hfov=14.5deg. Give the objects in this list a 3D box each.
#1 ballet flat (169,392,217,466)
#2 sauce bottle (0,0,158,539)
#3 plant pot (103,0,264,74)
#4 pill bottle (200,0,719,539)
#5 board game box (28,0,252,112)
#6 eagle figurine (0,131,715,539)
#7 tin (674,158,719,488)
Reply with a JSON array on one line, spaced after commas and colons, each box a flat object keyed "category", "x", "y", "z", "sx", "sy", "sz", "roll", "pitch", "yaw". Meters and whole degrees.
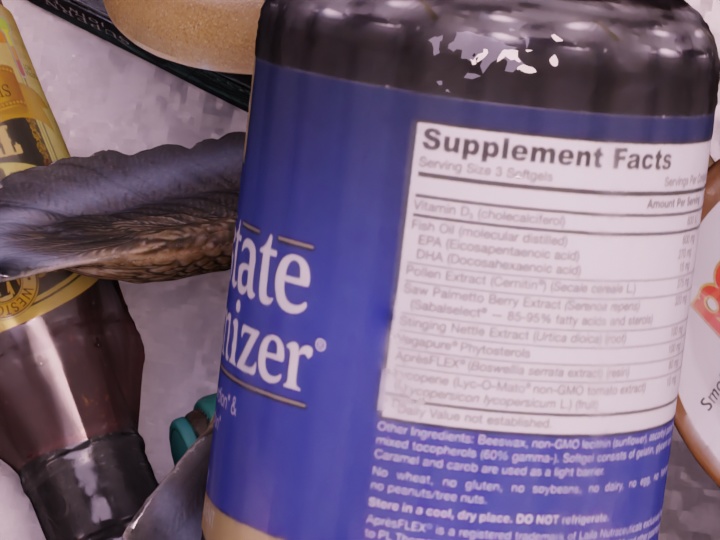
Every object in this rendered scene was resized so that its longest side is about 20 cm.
[{"category": "ballet flat", "x": 0.001, "y": 0.125, "z": 0.820, "sx": 0.070, "sy": 0.067, "sz": 0.200, "roll": -12, "pitch": 76, "yaw": -11}, {"category": "sauce bottle", "x": -0.104, "y": 0.004, "z": 0.855, "sx": 0.066, "sy": 0.066, "sz": 0.200, "roll": -25, "pitch": 76, "yaw": -5}, {"category": "plant pot", "x": 0.017, "y": -0.120, "z": 0.805, "sx": 0.200, "sy": 0.028, "sz": 0.200, "roll": -14, "pitch": 32, "yaw": 9}, {"category": "pill bottle", "x": 0.026, "y": -0.013, "z": 0.674, "sx": 0.112, "sy": 0.112, "sz": 0.200, "roll": 7, "pitch": 98, "yaw": 4}, {"category": "board game box", "x": -0.016, "y": -0.115, "z": 0.901, "sx": 0.200, "sy": 0.028, "sz": 0.135, "roll": 27, "pitch": 78, "yaw": 8}, {"category": "eagle figurine", "x": -0.004, "y": -0.004, "z": 0.792, "sx": 0.200, "sy": 0.152, "sz": 0.151, "roll": -37, "pitch": 119, "yaw": 8}, {"category": "tin", "x": 0.153, "y": 0.044, "z": 0.675, "sx": 0.200, "sy": 0.042, "sz": 0.112, "roll": 44, "pitch": 124, "yaw": 18}]
